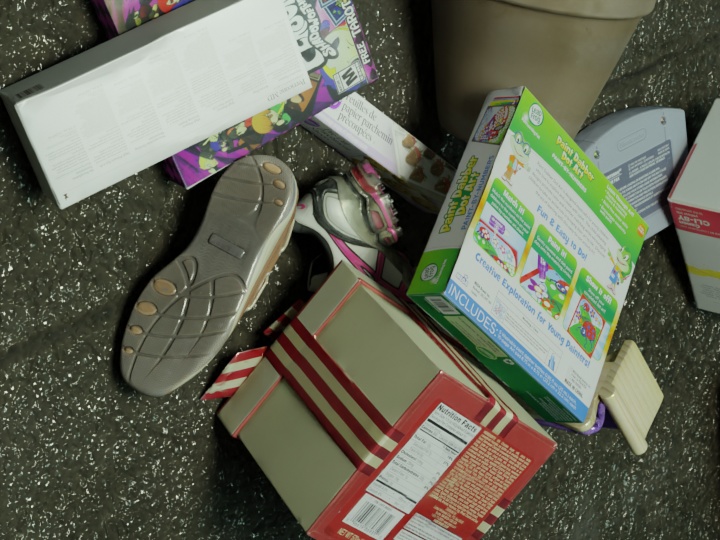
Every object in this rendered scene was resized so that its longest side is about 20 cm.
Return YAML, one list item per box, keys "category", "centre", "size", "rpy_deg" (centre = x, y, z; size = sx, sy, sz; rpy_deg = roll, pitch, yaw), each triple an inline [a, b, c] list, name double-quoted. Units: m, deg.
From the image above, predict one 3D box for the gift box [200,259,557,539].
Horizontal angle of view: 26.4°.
- category: "gift box"
  centre: [0.002, 0.124, 1.202]
  size: [0.200, 0.187, 0.185]
  rpy_deg: [-46, 131, 4]

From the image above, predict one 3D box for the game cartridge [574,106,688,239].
- category: "game cartridge"
  centre: [0.264, -0.091, 1.544]
  size: [0.200, 0.041, 0.133]
  rpy_deg: [-27, 120, -41]

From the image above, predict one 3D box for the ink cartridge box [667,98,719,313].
- category: "ink cartridge box"
  centre: [0.402, -0.060, 1.626]
  size: [0.145, 0.083, 0.200]
  rpy_deg: [-61, 146, -25]

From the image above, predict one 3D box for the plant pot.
- category: "plant pot"
  centre: [0.141, -0.197, 1.302]
  size: [0.200, 0.200, 0.174]
  rpy_deg: [-14, 124, -44]

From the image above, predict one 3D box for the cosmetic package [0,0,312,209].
- category: "cosmetic package"
  centre: [-0.139, -0.125, 1.060]
  size: [0.200, 0.051, 0.083]
  rpy_deg: [-28, 117, -17]

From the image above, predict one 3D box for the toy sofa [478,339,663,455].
- category: "toy sofa"
  centre: [0.153, 0.114, 1.348]
  size: [0.098, 0.200, 0.083]
  rpy_deg: [-59, 134, -29]

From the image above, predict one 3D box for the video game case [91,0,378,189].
- category: "video game case"
  centre: [-0.095, -0.188, 1.118]
  size: [0.181, 0.036, 0.200]
  rpy_deg: [-31, 121, -19]

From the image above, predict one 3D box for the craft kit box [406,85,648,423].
- category: "craft kit box"
  centre: [0.141, -0.010, 1.237]
  size: [0.200, 0.048, 0.198]
  rpy_deg: [43, 61, -35]

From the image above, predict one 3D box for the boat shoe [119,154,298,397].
- category: "boat shoe"
  centre: [-0.105, 0.010, 1.148]
  size: [0.200, 0.076, 0.072]
  rpy_deg: [-55, 166, -5]

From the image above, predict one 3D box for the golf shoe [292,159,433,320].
- category: "golf shoe"
  centre: [0.000, 0.000, 1.273]
  size: [0.092, 0.073, 0.200]
  rpy_deg: [-26, 129, -2]

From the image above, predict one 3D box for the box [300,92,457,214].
- category: "box"
  centre: [0.016, -0.103, 1.279]
  size: [0.200, 0.041, 0.039]
  rpy_deg: [33, 74, -45]
